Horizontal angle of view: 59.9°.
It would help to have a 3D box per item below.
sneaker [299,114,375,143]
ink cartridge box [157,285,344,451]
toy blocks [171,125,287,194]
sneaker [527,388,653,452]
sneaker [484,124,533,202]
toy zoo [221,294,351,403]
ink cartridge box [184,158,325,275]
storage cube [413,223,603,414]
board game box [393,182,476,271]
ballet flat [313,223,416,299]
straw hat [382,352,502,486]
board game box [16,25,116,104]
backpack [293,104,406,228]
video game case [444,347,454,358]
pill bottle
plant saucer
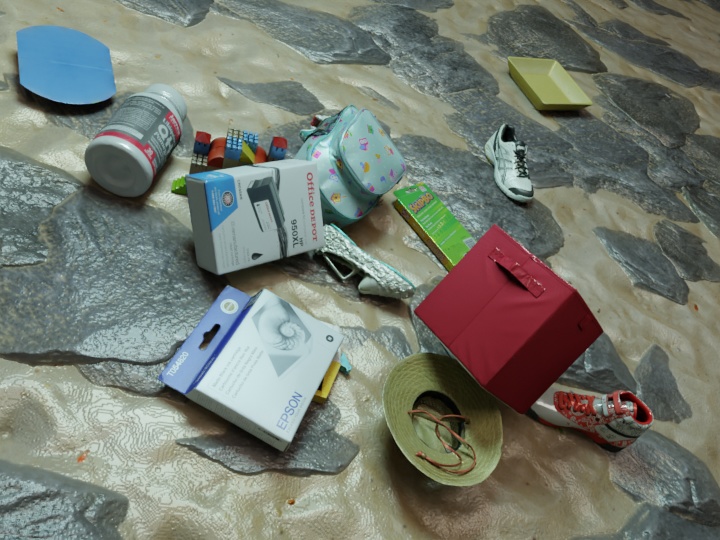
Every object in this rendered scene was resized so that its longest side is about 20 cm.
[{"bbox_3d":[-0.047,-0.296,1.283,0.093,0.070,0.200,41,50,4],"label":"sneaker"},{"bbox_3d":[-0.146,0.120,0.878,0.198,0.041,0.200,28,46,0],"label":"ink cartridge box"},{"bbox_3d":[-0.211,-0.180,1.063,0.198,0.137,0.101,10,49,-17],"label":"toy blocks"},{"bbox_3d":[0.371,0.220,1.017,0.200,0.108,0.068,25,46,-3],"label":"sneaker"},{"bbox_3d":[0.344,-0.247,1.413,0.075,0.088,0.202,-1,54,-28],"label":"sneaker"},{"bbox_3d":[-0.107,0.120,0.939,0.198,0.021,0.132,19,47,-9],"label":"toy zoo"},{"bbox_3d":[-0.163,-0.091,0.996,0.198,0.146,0.084,-17,21,-34],"label":"ink cartridge box"},{"bbox_3d":[0.221,0.077,0.927,0.171,0.180,0.200,47,5,39],"label":"storage cube"},{"bbox_3d":[0.149,-0.090,1.232,0.095,0.030,0.201,-21,66,-37],"label":"board game box"},{"bbox_3d":[0.000,0.000,1.072,0.199,0.072,0.072,37,46,11],"label":"ballet flat"},{"bbox_3d":[0.104,0.227,0.902,0.199,0.085,0.203,12,48,-14],"label":"straw hat"},{"bbox_3d":[-0.536,-0.362,1.138,0.156,0.039,0.202,-1,58,-32],"label":"board game box"},{"bbox_3d":[-0.027,-0.179,1.123,0.176,0.153,0.200,51,59,-21],"label":"backpack"},{"bbox_3d":[0.232,0.116,1.102,0.198,0.018,0.144,-17,61,-34],"label":"video game case"},{"bbox_3d":[-0.366,-0.227,1.049,0.110,0.111,0.201,21,47,-7],"label":"pill bottle"},{"bbox_3d":[0.519,-0.512,1.745,0.198,0.049,0.201,-7,56,-30],"label":"plant saucer"}]
